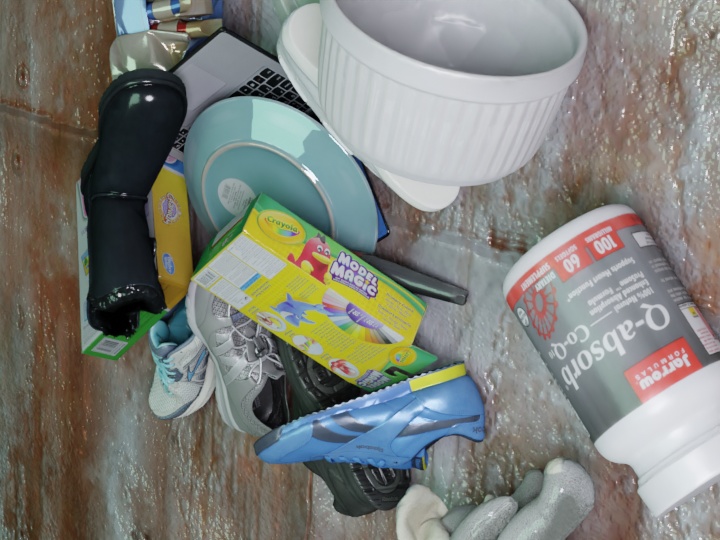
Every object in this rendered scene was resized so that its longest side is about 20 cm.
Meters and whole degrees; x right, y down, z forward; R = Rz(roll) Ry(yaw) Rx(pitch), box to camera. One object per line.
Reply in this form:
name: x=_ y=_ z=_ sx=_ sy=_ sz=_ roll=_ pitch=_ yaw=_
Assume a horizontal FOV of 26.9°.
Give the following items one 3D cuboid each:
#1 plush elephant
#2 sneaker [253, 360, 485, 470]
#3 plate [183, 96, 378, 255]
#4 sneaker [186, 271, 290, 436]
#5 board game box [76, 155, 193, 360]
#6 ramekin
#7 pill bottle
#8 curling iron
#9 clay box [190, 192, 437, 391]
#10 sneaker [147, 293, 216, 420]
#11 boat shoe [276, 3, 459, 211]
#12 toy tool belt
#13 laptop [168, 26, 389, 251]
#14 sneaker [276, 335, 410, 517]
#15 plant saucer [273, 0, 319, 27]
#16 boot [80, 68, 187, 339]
plush elephant: x=0.117 y=0.224 z=1.184 sx=0.200 sy=0.165 sz=0.155 roll=-41 pitch=26 yaw=9
sneaker: x=0.008 y=0.141 z=1.259 sx=0.198 sy=0.066 sz=0.079 roll=-18 pitch=88 yaw=8
plate: x=-0.077 y=-0.059 z=1.322 sx=0.198 sy=0.026 sz=0.202 roll=18 pitch=132 yaw=20
sneaker: x=-0.098 y=0.070 z=1.379 sx=0.082 sy=0.075 sz=0.202 roll=23 pitch=139 yaw=41
board game box: x=-0.222 y=-0.038 z=1.458 sx=0.153 sy=0.040 sz=0.202 roll=-39 pitch=48 yaw=41
ramekin: x=0.060 y=-0.151 z=1.112 sx=0.200 sy=0.199 sz=0.106 roll=41 pitch=135 yaw=30
pill bottle: x=0.197 y=0.064 z=1.076 sx=0.116 sy=0.115 sz=0.201 roll=-46 pitch=68 yaw=40
curling iron: x=0.000 y=0.000 z=1.285 sx=0.198 sy=0.026 sz=0.050 roll=11 pitch=142 yaw=22
clay box: x=-0.033 y=0.025 z=1.273 sx=0.199 sy=0.048 sz=0.115 roll=33 pitch=147 yaw=-15
sneaker: x=-0.179 y=0.070 z=1.467 sx=0.078 sy=0.086 sz=0.201 roll=47 pitch=128 yaw=27
boat shoe: x=0.002 y=-0.127 z=1.240 sx=0.200 sy=0.072 sz=0.068 roll=44 pitch=159 yaw=-6
toy tool belt: x=-0.160 y=-0.243 z=1.374 sx=0.121 sy=0.125 sz=0.203 roll=-2 pitch=100 yaw=17
laptop: x=-0.102 y=-0.086 z=1.340 sx=0.186 sy=0.199 sz=0.117 roll=-30 pitch=44 yaw=43
sneaker: x=-0.033 y=0.131 z=1.351 sx=0.091 sy=0.075 sz=0.202 roll=-37 pitch=72 yaw=49
plant saucer: x=-0.020 y=-0.251 z=1.264 sx=0.199 sy=0.050 sz=0.203 roll=12 pitch=107 yaw=42
boot: x=-0.193 y=-0.052 z=1.299 sx=0.200 sy=0.075 sz=0.170 roll=129 pitch=138 yaw=-50
